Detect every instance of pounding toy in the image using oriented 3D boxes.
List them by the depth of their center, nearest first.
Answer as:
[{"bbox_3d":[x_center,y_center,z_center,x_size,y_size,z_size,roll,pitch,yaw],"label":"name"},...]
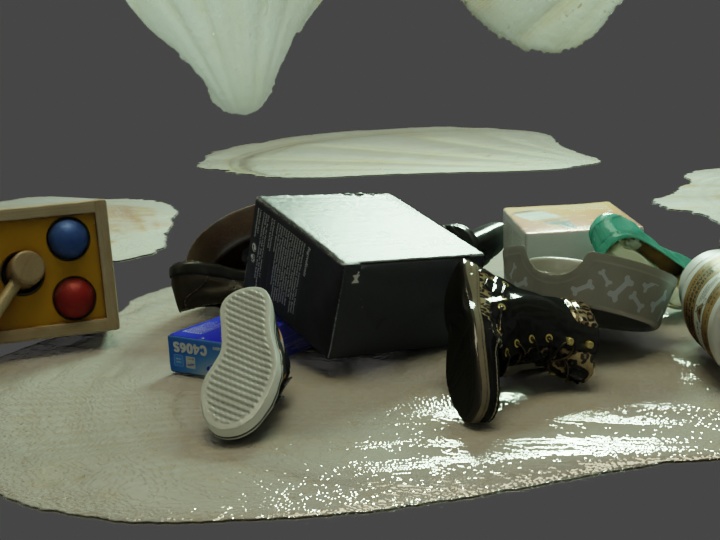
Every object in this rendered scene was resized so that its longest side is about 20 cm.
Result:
[{"bbox_3d":[-0.395,0.018,1.485,0.198,0.186,0.142,-7,1,-18],"label":"pounding toy"}]

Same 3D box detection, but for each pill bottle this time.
[{"bbox_3d":[0.397,0.040,1.297,0.113,0.116,0.200,-2,12,2],"label":"pill bottle"}]

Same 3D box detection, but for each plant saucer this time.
[{"bbox_3d":[-0.129,-0.017,1.630,0.198,0.201,0.035,-8,56,-22],"label":"plant saucer"}]

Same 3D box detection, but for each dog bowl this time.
[{"bbox_3d":[0.251,0.023,1.394,0.198,0.059,0.200,11,-7,1],"label":"dog bowl"}]

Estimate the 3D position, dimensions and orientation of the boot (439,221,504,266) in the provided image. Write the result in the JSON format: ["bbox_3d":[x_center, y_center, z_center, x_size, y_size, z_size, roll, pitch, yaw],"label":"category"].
[{"bbox_3d":[0.143,-0.028,1.675,0.164,0.066,0.199,-29,-10,40],"label":"boot"}]

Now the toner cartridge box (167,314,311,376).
[{"bbox_3d":[-0.120,0.075,1.425,0.094,0.044,0.199,4,14,32],"label":"toner cartridge box"}]

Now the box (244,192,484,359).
[{"bbox_3d":[0.000,0.000,1.426,0.195,0.119,0.200,-4,25,-34],"label":"box"}]

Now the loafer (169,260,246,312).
[{"bbox_3d":[-0.147,0.037,1.570,0.198,0.072,0.073,8,-12,-19],"label":"loafer"}]

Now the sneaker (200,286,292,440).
[{"bbox_3d":[-0.107,0.107,1.224,0.077,0.080,0.201,-7,36,8],"label":"sneaker"}]

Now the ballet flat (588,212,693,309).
[{"bbox_3d":[0.352,0.006,1.482,0.199,0.067,0.071,31,31,-19],"label":"ballet flat"}]

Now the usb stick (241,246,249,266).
[{"bbox_3d":[-0.071,-0.001,1.621,0.055,0.033,0.199,-10,-18,39],"label":"usb stick"}]

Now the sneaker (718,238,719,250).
[{"bbox_3d":[0.562,-0.048,1.779,0.199,0.075,0.087,-22,8,-38],"label":"sneaker"}]

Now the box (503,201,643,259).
[{"bbox_3d":[0.272,-0.019,1.615,0.150,0.108,0.200,-3,12,-1],"label":"box"}]

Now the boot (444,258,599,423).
[{"bbox_3d":[0.161,0.080,1.229,0.149,0.074,0.201,15,36,-13],"label":"boot"}]

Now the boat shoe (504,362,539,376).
[{"bbox_3d":[0.180,0.068,1.337,0.198,0.064,0.072,-11,14,-33],"label":"boat shoe"}]
